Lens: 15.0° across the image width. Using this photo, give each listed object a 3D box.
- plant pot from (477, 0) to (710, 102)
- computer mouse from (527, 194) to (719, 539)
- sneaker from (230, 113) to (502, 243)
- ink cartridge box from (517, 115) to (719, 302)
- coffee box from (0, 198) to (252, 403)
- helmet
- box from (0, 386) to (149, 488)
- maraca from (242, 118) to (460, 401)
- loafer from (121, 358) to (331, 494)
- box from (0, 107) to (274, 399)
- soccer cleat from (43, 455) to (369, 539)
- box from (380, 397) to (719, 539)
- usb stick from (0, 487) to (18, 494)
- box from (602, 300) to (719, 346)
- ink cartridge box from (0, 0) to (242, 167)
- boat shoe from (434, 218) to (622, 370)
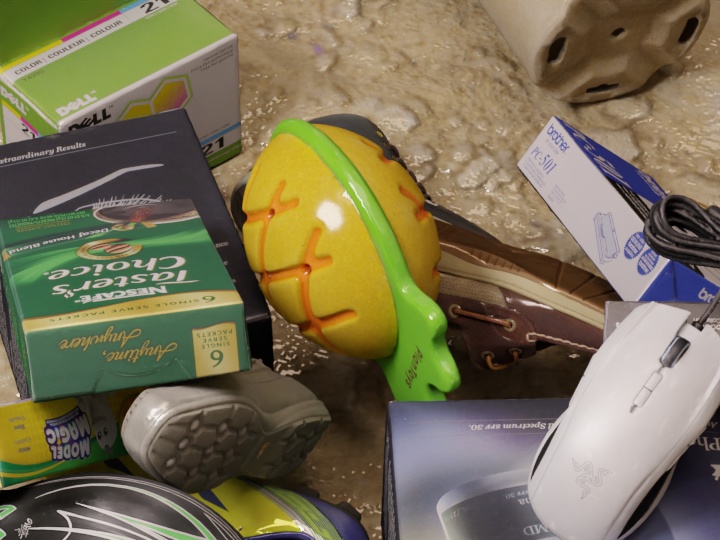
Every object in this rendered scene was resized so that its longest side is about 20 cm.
[{"bbox_3d":[0.145,-0.224,1.883,0.199,0.201,0.184,-14,59,-15],"label":"plant pot"},{"bbox_3d":[0.161,0.057,1.453,0.109,0.044,0.201,32,81,11],"label":"computer mouse"},{"bbox_3d":[0.027,-0.043,1.762,0.199,0.075,0.106,22,41,14],"label":"sneaker"},{"bbox_3d":[0.174,-0.019,1.693,0.094,0.044,0.200,29,15,-30],"label":"ink cartridge box"},{"bbox_3d":[-0.135,0.012,1.519,0.122,0.044,0.200,-7,20,-9],"label":"coffee box"},{"bbox_3d":[-0.131,0.203,1.443,0.190,0.201,0.201,-3,42,20],"label":"helmet"},{"bbox_3d":[-0.206,0.098,1.483,0.117,0.049,0.200,-14,-4,25],"label":"box"},{"bbox_3d":[0.000,0.000,1.585,0.107,0.137,0.200,-26,66,-17],"label":"maraca"},{"bbox_3d":[-0.085,0.080,1.524,0.070,0.200,0.070,39,99,19],"label":"loafer"},{"bbox_3d":[-0.149,0.011,1.680,0.147,0.105,0.200,-12,46,-13],"label":"box"},{"bbox_3d":[-0.093,0.146,1.569,0.199,0.065,0.084,15,30,10],"label":"soccer cleat"},{"bbox_3d":[0.116,0.179,1.509,0.199,0.124,0.199,-2,46,-3],"label":"box"},{"bbox_3d":[-0.232,0.154,1.558,0.199,0.033,0.056,-7,67,7],"label":"usb stick"},{"bbox_3d":[0.209,0.061,1.573,0.142,0.200,0.036,1,74,5],"label":"box"},{"bbox_3d":[-0.157,-0.140,1.763,0.147,0.201,0.076,-30,53,-27],"label":"ink cartridge box"},{"bbox_3d":[0.086,0.026,1.656,0.199,0.072,0.072,20,15,13],"label":"boat shoe"}]
